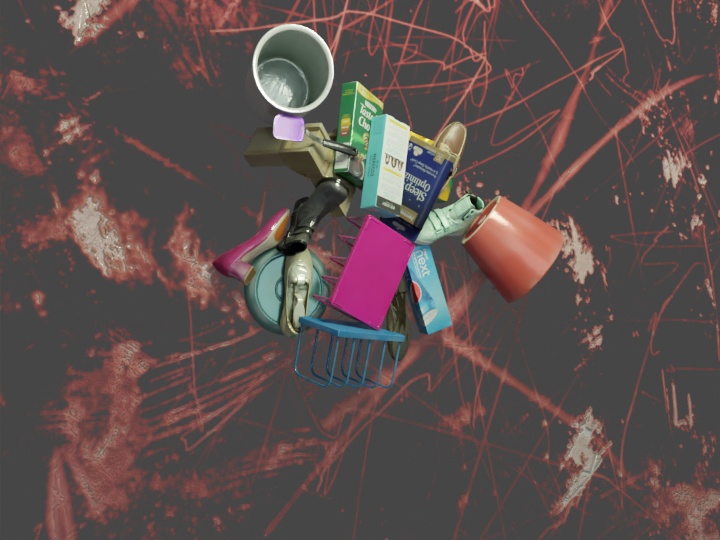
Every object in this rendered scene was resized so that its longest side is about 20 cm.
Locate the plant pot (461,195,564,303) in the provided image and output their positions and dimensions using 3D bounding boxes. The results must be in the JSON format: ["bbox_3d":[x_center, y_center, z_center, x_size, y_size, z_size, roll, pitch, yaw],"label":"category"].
[{"bbox_3d":[0.340,-0.060,1.736,0.176,0.200,0.202,39,81,-3],"label":"plant pot"}]

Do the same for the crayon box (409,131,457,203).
[{"bbox_3d":[0.121,-0.245,1.728,0.195,0.058,0.122,18,86,-15],"label":"crayon box"}]

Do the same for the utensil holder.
[{"bbox_3d":[-0.155,-0.398,1.576,0.165,0.200,0.176,0,90,-14],"label":"utensil holder"}]

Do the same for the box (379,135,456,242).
[{"bbox_3d":[0.115,-0.178,1.642,0.032,0.120,0.204,12,106,-52],"label":"box"}]

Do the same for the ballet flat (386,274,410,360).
[{"bbox_3d":[0.079,0.104,1.731,0.066,0.046,0.206,-10,100,-46],"label":"ballet flat"}]

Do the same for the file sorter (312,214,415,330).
[{"bbox_3d":[0.000,0.000,1.650,0.137,0.124,0.204,29,80,-30],"label":"file sorter"}]

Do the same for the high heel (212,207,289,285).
[{"bbox_3d":[-0.235,-0.068,1.640,0.094,0.068,0.203,26,76,17],"label":"high heel"}]

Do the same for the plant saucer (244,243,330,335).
[{"bbox_3d":[-0.159,0.042,1.669,0.194,0.027,0.207,0,90,-16],"label":"plant saucer"}]

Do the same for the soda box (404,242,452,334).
[{"bbox_3d":[0.145,0.039,1.735,0.066,0.064,0.205,-19,95,-15],"label":"soda box"}]

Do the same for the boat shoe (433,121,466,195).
[{"bbox_3d":[0.189,-0.239,1.679,0.074,0.072,0.204,26,84,-14],"label":"boat shoe"}]

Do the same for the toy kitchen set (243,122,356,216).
[{"bbox_3d":[-0.114,-0.248,1.663,0.202,0.176,0.166,59,43,-45],"label":"toy kitchen set"}]

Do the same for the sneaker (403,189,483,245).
[{"bbox_3d":[0.190,-0.125,1.690,0.197,0.119,0.075,-14,64,-38],"label":"sneaker"}]

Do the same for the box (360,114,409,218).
[{"bbox_3d":[0.054,-0.223,1.625,0.081,0.048,0.206,17,76,-44],"label":"box"}]

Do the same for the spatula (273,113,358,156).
[{"bbox_3d":[-0.086,-0.266,1.519,0.196,0.020,0.058,15,66,-33],"label":"spatula"}]

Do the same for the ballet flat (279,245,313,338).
[{"bbox_3d":[-0.134,0.045,1.628,0.067,0.069,0.206,4,89,-15],"label":"ballet flat"}]

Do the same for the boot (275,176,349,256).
[{"bbox_3d":[-0.099,-0.104,1.583,0.069,0.199,0.134,31,57,-18],"label":"boot"}]

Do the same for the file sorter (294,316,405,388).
[{"bbox_3d":[-0.027,0.179,1.615,0.197,0.137,0.126,8,94,-43],"label":"file sorter"}]

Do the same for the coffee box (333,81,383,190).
[{"bbox_3d":[-0.003,-0.291,1.635,0.122,0.043,0.206,25,68,-56],"label":"coffee box"}]
